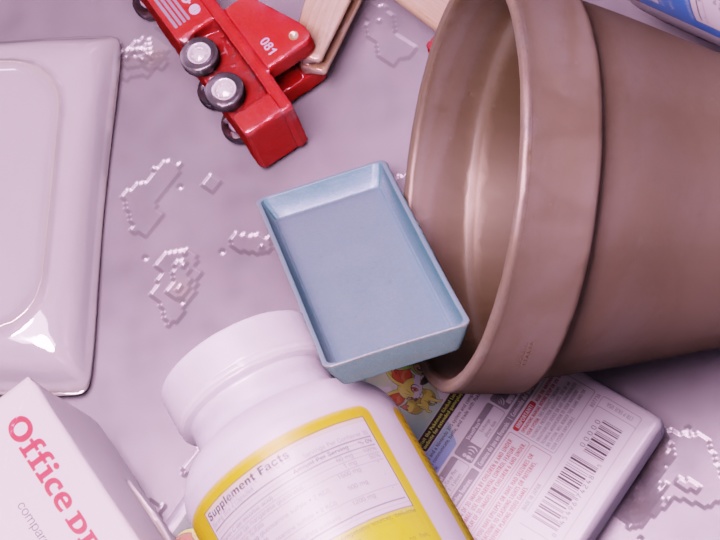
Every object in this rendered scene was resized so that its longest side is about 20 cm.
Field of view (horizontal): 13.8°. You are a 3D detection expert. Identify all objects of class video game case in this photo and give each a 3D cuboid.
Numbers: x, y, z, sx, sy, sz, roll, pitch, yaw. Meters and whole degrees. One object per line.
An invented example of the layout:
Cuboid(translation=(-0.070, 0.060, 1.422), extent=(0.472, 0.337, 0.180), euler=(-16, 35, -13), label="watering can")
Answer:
Cuboid(translation=(0.019, 0.112, 1.444), extent=(0.182, 0.022, 0.200), euler=(30, 77, 19), label="video game case")

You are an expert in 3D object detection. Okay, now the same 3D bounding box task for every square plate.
Cuboid(translation=(-0.230, -0.033, 1.538), extent=(0.198, 0.028, 0.200), euler=(0, 69, 9), label="square plate")

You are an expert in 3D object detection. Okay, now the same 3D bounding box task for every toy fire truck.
Cuboid(translation=(-0.025, -0.130, 1.530), extent=(0.141, 0.049, 0.200), euler=(-34, 67, -5), label="toy fire truck")

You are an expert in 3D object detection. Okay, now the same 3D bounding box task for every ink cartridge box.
Cuboid(translation=(-0.186, 0.169, 1.411), extent=(0.200, 0.083, 0.145), euler=(-37, 66, 1), label="ink cartridge box")

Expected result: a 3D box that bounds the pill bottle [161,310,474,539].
Cuboid(translation=(-0.013, 0.122, 1.373), extent=(0.112, 0.112, 0.200), euler=(-29, 67, -3), label="pill bottle")

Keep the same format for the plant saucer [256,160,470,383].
Cuboid(translation=(0.000, 0.000, 1.420), extent=(0.070, 0.019, 0.200), euler=(-18, 25, -4), label="plant saucer")

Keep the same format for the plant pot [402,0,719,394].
Cuboid(translation=(0.127, -0.035, 1.398), extent=(0.173, 0.200, 0.200), euler=(6, 68, -13), label="plant pot")

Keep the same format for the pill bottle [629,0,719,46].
Cuboid(translation=(0.222, -0.146, 1.424), extent=(0.112, 0.112, 0.200), euler=(-48, 45, -10), label="pill bottle")
